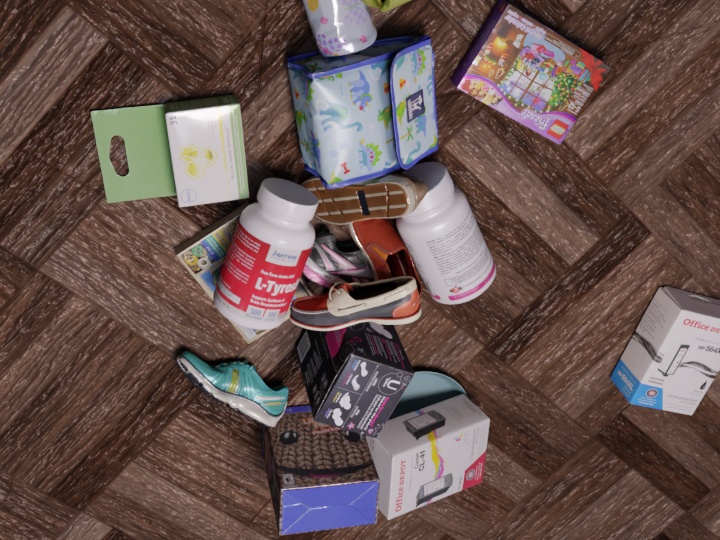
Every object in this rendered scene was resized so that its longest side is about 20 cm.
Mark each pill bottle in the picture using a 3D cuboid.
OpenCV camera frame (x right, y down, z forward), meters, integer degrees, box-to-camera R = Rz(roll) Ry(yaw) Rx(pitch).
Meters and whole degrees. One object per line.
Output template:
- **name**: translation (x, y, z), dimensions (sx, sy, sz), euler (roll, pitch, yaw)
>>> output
- **pill bottle**: translation (-0.132, -0.025, 1.394), dimensions (0.112, 0.112, 0.201), euler (13, 114, -21)
- **pill bottle**: translation (0.122, -0.057, 1.470), dimensions (0.113, 0.113, 0.200), euler (-27, 122, 2)

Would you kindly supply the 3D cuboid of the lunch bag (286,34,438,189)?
- **lunch bag**: translation (0.016, -0.225, 1.349), dimensions (0.199, 0.127, 0.171), euler (-17, 120, -19)

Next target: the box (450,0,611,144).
- **box**: translation (0.249, -0.287, 1.415), dimensions (0.199, 0.039, 0.137), euler (23, 112, -25)

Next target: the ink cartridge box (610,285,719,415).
- **ink cartridge box**: translation (0.558, 0.143, 1.713), dimensions (0.145, 0.084, 0.201), euler (12, 116, -20)

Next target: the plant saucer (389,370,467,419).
- **plant saucer**: translation (0.091, 0.252, 1.688), dimensions (0.199, 0.027, 0.201), euler (-7, 120, -12)

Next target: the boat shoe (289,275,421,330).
- **boat shoe**: translation (-0.011, 0.044, 1.420), dimensions (0.199, 0.071, 0.063), euler (-3, 125, 13)

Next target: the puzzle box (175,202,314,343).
- **puzzle box**: translation (-0.171, 0.007, 1.483), dimensions (0.133, 0.025, 0.200), euler (-33, 121, 4)

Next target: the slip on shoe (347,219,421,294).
- **slip on shoe**: translation (0.038, -0.037, 1.456), dimensions (0.074, 0.061, 0.201), euler (-27, 97, -39)

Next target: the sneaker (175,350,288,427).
- **sneaker**: translation (-0.205, 0.177, 1.555), dimensions (0.200, 0.077, 0.080), euler (32, 77, -23)

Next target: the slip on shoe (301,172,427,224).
- **slip on shoe**: translation (0.004, -0.111, 1.396), dimensions (0.061, 0.199, 0.076), euler (-33, 115, -47)

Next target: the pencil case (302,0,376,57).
- **pencil case**: translation (-0.040, -0.381, 1.263), dimensions (0.091, 0.083, 0.201), euler (-41, 129, -34)

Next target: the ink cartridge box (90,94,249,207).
- **ink cartridge box**: translation (-0.262, -0.160, 1.352), dimensions (0.199, 0.048, 0.146), euler (-9, 121, -12)

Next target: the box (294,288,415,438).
- **box**: translation (-0.013, 0.139, 1.495), dimensions (0.114, 0.200, 0.132), euler (19, 113, -22)

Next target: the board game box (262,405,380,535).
- **board game box**: translation (-0.068, 0.318, 1.582), dimensions (0.159, 0.200, 0.097), euler (-3, 121, -13)

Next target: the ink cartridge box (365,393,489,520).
- **ink cartridge box**: translation (0.111, 0.312, 1.632), dimensions (0.199, 0.086, 0.148), euler (-16, 126, -28)

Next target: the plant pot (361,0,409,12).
- **plant pot**: translation (0.067, -0.416, 1.176), dimensions (0.184, 0.200, 0.201), euler (-35, 123, -12)

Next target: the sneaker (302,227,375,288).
- **sneaker**: translation (0.000, 0.000, 1.495), dimensions (0.200, 0.080, 0.087), euler (25, 100, -31)
